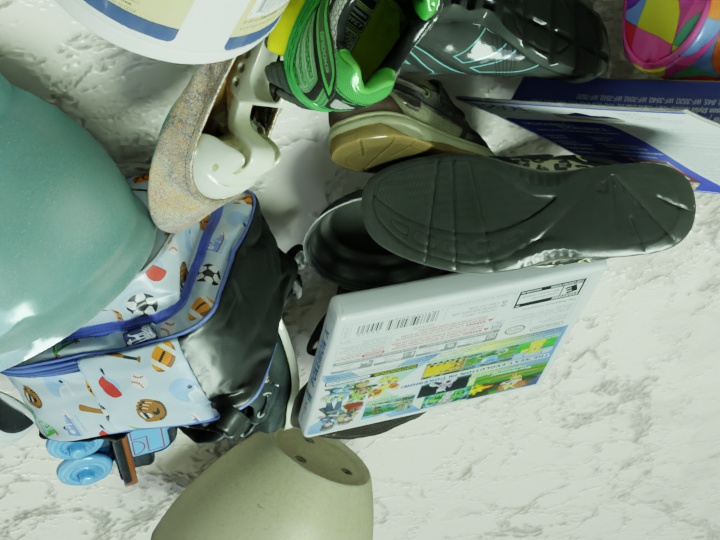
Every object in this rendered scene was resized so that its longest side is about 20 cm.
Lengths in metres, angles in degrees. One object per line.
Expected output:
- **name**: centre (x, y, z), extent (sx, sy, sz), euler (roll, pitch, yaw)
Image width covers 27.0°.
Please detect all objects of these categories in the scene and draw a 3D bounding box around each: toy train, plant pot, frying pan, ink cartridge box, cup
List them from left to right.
- **plant pot**: centre (-0.242, -0.040, 0.898), extent (0.200, 0.200, 0.134), euler (-19, 120, 10)
- **toy train**: centre (-0.198, 0.102, 1.193), extent (0.114, 0.087, 0.200), euler (-13, 146, -9)
- **cup**: centre (-0.068, 0.220, 1.337), extent (0.200, 0.200, 0.143), euler (16, 109, -35)
- **frying pan**: centre (0.017, -0.001, 1.061), extent (0.115, 0.031, 0.190), euler (-2, 146, -2)
- **ink cartridge box**: centre (0.199, -0.093, 0.972), extent (0.200, 0.047, 0.198), euler (22, 174, -39)

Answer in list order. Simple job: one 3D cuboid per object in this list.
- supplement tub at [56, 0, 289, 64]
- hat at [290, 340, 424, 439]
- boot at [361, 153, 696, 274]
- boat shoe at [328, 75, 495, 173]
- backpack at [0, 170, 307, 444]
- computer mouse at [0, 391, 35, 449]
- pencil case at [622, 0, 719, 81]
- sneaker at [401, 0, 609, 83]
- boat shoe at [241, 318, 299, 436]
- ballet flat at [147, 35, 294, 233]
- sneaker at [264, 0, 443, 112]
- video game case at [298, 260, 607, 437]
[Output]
- **supplement tub**: centre (-0.068, -0.212, 0.719), extent (0.144, 0.145, 0.200), euler (9, 141, -28)
- **hat**: centre (0.026, 0.054, 1.185), extent (0.200, 0.081, 0.201), euler (-18, 153, -10)
- **boot**: centre (0.111, -0.038, 0.978), extent (0.203, 0.074, 0.154), euler (0, -177, 9)
- **boat shoe**: centre (0.038, -0.095, 0.979), extent (0.073, 0.065, 0.200), euler (-12, 172, 21)
- **backpack**: centre (-0.155, 0.029, 1.014), extent (0.190, 0.200, 0.154), euler (-21, 115, 24)
- **computer mouse**: centre (-0.311, 0.096, 1.088), extent (0.110, 0.044, 0.200), euler (-10, 150, 27)
- **pencil case**: centre (0.261, -0.151, 0.967), extent (0.200, 0.088, 0.088), euler (12, 140, -32)
- **sneaker**: centre (0.063, -0.156, 0.924), extent (0.200, 0.076, 0.079), euler (15, 153, -26)
- **boat shoe**: centre (-0.090, 0.079, 1.200), extent (0.066, 0.075, 0.199), euler (-18, 157, -12)
- **ballet flat**: centre (-0.069, -0.098, 0.884), extent (0.068, 0.067, 0.200), euler (-2, 122, -46)
- **sneaker**: centre (0.026, -0.173, 0.798), extent (0.078, 0.085, 0.200), euler (22, 90, -37)
- **video game case**: centre (0.062, 0.054, 1.087), extent (0.200, 0.022, 0.182), euler (-11, 151, -17)
